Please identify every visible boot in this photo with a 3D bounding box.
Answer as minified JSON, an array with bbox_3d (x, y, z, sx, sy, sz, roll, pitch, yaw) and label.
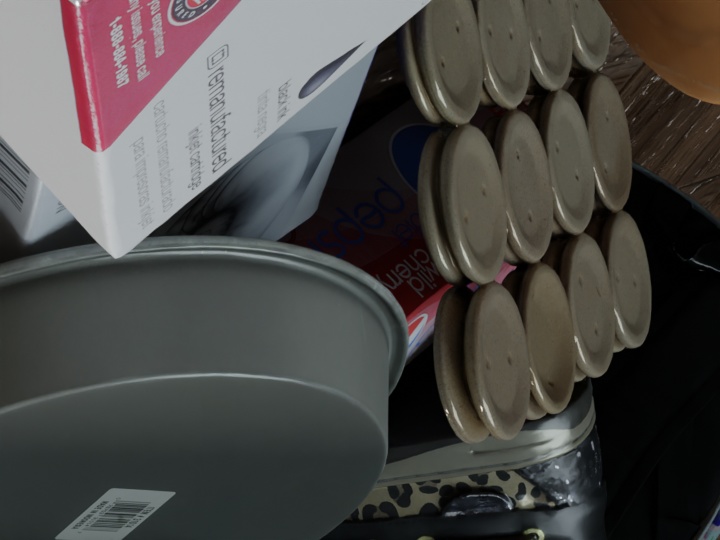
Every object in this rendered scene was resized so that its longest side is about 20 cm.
[{"bbox_3d":[0.005,0.116,1.083,0.202,0.155,0.074,-11,-151,17],"label":"boot"}]

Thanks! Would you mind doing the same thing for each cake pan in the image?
[{"bbox_3d":[-0.078,0.055,0.854,0.199,0.037,0.201,-13,154,-6],"label":"cake pan"}]

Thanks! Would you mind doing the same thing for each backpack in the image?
[{"bbox_3d":[0.081,0.055,1.218,0.200,0.177,0.151,-48,173,-31],"label":"backpack"}]

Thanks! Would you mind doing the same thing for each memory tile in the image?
[{"bbox_3d":[0.057,-0.032,0.982,0.017,0.154,0.200,-7,-173,22],"label":"memory tile"}]

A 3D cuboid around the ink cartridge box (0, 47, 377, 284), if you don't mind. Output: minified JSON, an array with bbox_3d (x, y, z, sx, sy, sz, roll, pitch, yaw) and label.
[{"bbox_3d":[-0.035,-0.058,0.841,0.200,0.041,0.200,-37,164,-29],"label":"ink cartridge box"}]

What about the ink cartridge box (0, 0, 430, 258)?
[{"bbox_3d":[-0.009,-0.116,0.659,0.200,0.084,0.145,-41,166,-15],"label":"ink cartridge box"}]

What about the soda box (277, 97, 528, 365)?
[{"bbox_3d":[0.000,0.000,1.015,0.200,0.063,0.070,-37,166,-52],"label":"soda box"}]

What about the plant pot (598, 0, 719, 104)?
[{"bbox_3d":[0.143,-0.135,0.863,0.139,0.201,0.200,-21,158,-19],"label":"plant pot"}]
